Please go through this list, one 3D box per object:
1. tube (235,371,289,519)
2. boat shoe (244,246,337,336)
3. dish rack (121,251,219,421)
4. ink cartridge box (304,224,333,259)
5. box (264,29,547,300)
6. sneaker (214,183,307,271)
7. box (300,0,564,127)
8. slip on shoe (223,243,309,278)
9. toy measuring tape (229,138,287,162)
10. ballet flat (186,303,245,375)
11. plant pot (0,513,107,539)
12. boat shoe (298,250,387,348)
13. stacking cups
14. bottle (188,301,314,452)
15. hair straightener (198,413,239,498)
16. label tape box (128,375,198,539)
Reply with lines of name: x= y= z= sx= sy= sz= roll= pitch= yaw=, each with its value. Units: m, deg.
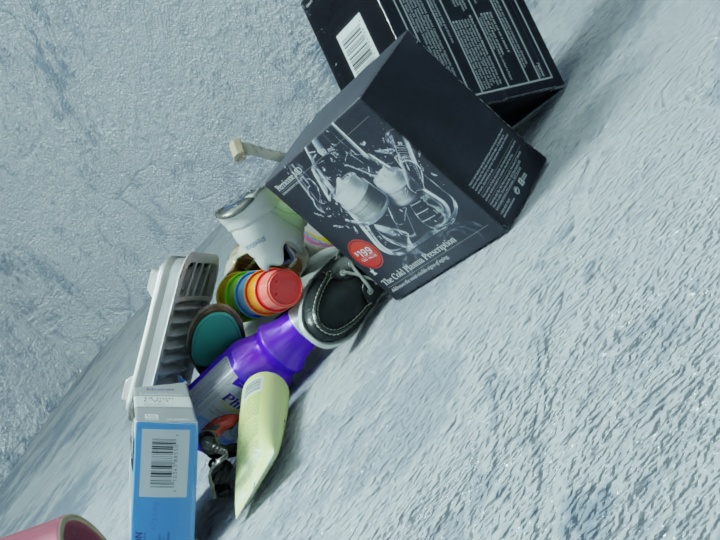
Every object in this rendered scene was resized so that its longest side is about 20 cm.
tube: x=-0.098 y=0.164 z=1.277 sx=0.051 sy=0.059 sz=0.200 roll=-12 pitch=19 yaw=3
boat shoe: x=-0.066 y=0.039 z=1.524 sx=0.200 sy=0.064 sz=0.071 roll=-37 pitch=18 yaw=45
dish rack: x=-0.214 y=0.074 z=1.446 sx=0.172 sy=0.043 sz=0.202 roll=3 pitch=-80 yaw=-84
ink cartridge box: x=-0.024 y=-0.079 z=1.542 sx=0.118 sy=0.067 sz=0.201 roll=-72 pitch=0 yaw=-52
box: x=0.039 y=-0.093 z=1.241 sx=0.200 sy=0.182 sz=0.104 roll=-35 pitch=17 yaw=54
sneaker: x=-0.092 y=-0.050 z=1.391 sx=0.074 sy=0.088 sz=0.200 roll=-26 pitch=5 yaw=22
box: x=0.076 y=-0.237 z=1.366 sx=0.197 sy=0.201 sz=0.123 roll=-17 pitch=-11 yaw=-36
slip on shoe: x=-0.108 y=-0.022 z=1.524 sx=0.200 sy=0.076 sz=0.061 roll=147 pitch=144 yaw=-69
toy measuring tape: x=-0.056 y=-0.086 z=1.351 sx=0.073 sy=0.199 sz=0.074 roll=-23 pitch=62 yaw=53
ballet flat: x=-0.163 y=0.090 z=1.478 sx=0.201 sy=0.067 sz=0.068 roll=91 pitch=169 yaw=-46
plant pot: x=-0.323 y=0.336 z=1.251 sx=0.178 sy=0.201 sz=0.200 roll=-31 pitch=12 yaw=5
boat shoe: x=0.000 y=0.000 z=1.365 sx=0.060 sy=0.075 sz=0.201 roll=-46 pitch=10 yaw=47
stacking cups: x=-0.104 y=0.025 z=1.425 sx=0.061 sy=0.060 sz=0.200 roll=-52 pitch=14 yaw=-17
bottle: x=-0.120 y=0.116 z=1.422 sx=0.200 sy=0.083 sz=0.066 roll=-43 pitch=44 yaw=16
hair straightener: x=-0.133 y=0.188 z=1.297 sx=0.041 sy=0.078 sz=0.200 roll=-14 pitch=-2 yaw=-5
label tape box: x=-0.202 y=0.196 z=1.308 sx=0.200 sy=0.065 sz=0.145 roll=-146 pitch=58 yaw=-75
